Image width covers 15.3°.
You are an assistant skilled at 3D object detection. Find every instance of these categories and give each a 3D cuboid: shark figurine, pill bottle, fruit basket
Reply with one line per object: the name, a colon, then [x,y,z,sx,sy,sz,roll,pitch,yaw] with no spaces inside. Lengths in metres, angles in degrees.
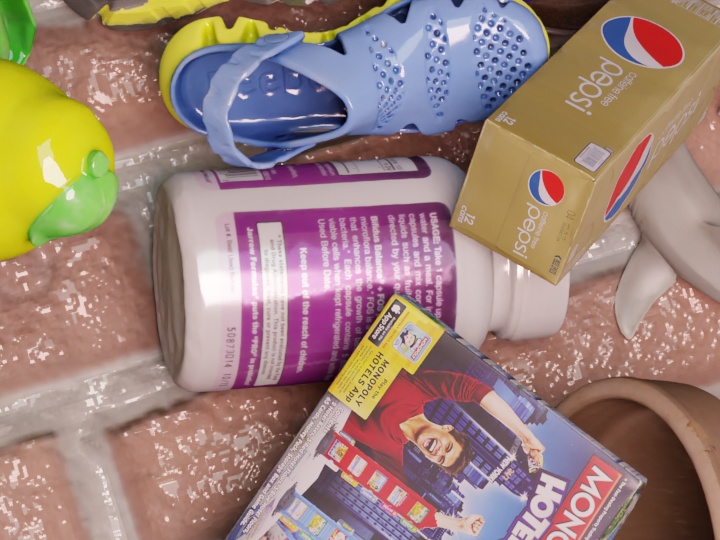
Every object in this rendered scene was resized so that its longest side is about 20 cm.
shark figurine: [0.222,-0.007,1.420,0.213,0.090,0.129,24,75,-4]
pill bottle: [0.000,0.000,1.356,0.199,0.112,0.113,-4,78,-13]
fruit basket: [-0.201,-0.058,1.301,0.214,0.156,0.217,-1,71,2]

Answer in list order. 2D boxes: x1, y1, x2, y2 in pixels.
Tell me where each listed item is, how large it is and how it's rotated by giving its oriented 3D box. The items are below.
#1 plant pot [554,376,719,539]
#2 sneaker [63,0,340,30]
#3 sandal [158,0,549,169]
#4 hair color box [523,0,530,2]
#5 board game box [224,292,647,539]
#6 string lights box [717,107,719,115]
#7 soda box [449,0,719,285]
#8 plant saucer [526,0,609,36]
plant pot: [0.192,0.156,1.335,0.174,0.200,0.202,4,76,-28]
sneaker: [-0.065,-0.183,1.369,0.199,0.074,0.085,-6,67,20]
sandal: [-0.003,-0.090,1.332,0.199,0.087,0.080,-11,114,5]
hair color box: [0.102,-0.206,1.414,0.199,0.065,0.110,-16,82,-14]
board game box: [0.045,0.148,1.293,0.199,0.062,0.201,37,102,11]
string lights box: [0.309,-0.089,1.470,0.199,0.059,0.103,27,73,-5]
soda box: [0.121,-0.076,1.349,0.064,0.068,0.200,29,38,14]
plant saucer: [0.107,-0.220,1.469,0.199,0.037,0.202,2,78,-11]
